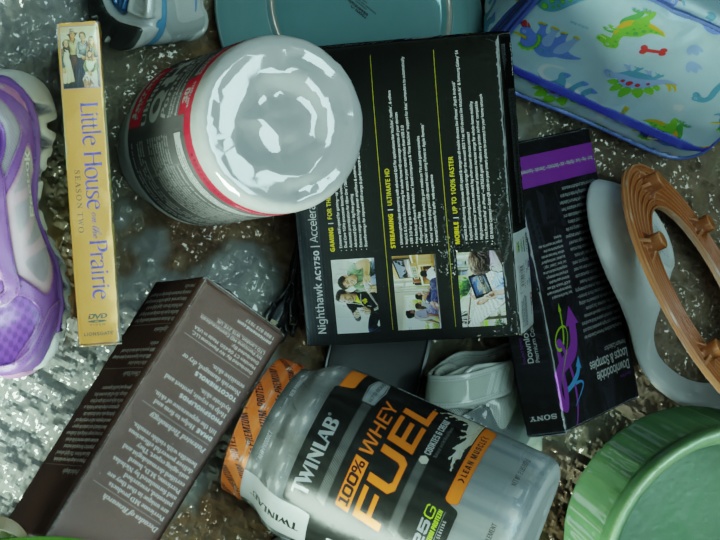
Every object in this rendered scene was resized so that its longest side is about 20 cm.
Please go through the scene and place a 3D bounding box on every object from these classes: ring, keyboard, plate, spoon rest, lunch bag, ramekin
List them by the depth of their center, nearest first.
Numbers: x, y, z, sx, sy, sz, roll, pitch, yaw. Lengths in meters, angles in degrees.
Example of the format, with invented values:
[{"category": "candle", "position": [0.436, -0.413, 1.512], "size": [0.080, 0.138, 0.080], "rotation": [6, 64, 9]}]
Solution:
[{"category": "plate", "position": [-0.003, -0.180, 1.746], "size": [0.200, 0.026, 0.200], "rotation": [3, 81, -21]}, {"category": "keyboard", "position": [0.000, 0.000, 1.754], "size": [0.127, 0.021, 0.200], "rotation": [17, 80, -23]}, {"category": "lunch bag", "position": [0.192, -0.162, 1.767], "size": [0.200, 0.161, 0.082], "rotation": [23, 54, -20]}, {"category": "ring", "position": [0.242, 0.011, 1.782], "size": [0.019, 0.200, 0.200], "rotation": [-29, 102, 20]}, {"category": "ramekin", "position": [0.241, 0.192, 1.785], "size": [0.200, 0.098, 0.200], "rotation": [-5, 105, -19]}, {"category": "spoon rest", "position": [0.209, 0.023, 1.811], "size": [0.061, 0.099, 0.200], "rotation": [-25, 111, 23]}]

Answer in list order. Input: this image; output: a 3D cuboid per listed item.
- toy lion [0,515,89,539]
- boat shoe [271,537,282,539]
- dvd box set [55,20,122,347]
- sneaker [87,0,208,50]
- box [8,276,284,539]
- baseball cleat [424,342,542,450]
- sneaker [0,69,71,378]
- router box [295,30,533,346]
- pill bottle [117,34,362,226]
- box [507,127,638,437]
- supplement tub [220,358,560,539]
[{"category": "toy lion", "position": [-0.167, 0.252, 1.590], "size": [0.192, 0.069, 0.200], "rotation": [5, 124, -10]}, {"category": "boat shoe", "position": [-0.057, 0.241, 1.696], "size": [0.200, 0.072, 0.069], "rotation": [-42, 125, -26]}, {"category": "dvd box set", "position": [-0.172, -0.052, 1.612], "size": [0.029, 0.146, 0.200], "rotation": [-4, 90, -6]}, {"category": "sneaker", "position": [-0.139, -0.243, 1.686], "size": [0.087, 0.075, 0.200], "rotation": [-1, 86, -47]}, {"category": "box", "position": [-0.141, 0.105, 1.644], "size": [0.075, 0.100, 0.200], "rotation": [38, 75, -17]}, {"category": "baseball cleat", "position": [0.057, 0.129, 1.741], "size": [0.200, 0.070, 0.106], "rotation": [-52, 124, -27]}, {"category": "sneaker", "position": [-0.237, -0.031, 1.603], "size": [0.080, 0.088, 0.200], "rotation": [-6, 86, 16]}, {"category": "router box", "position": [0.032, -0.054, 1.680], "size": [0.149, 0.051, 0.200], "rotation": [-3, 96, 14]}, {"category": "pill bottle", "position": [-0.086, -0.085, 1.621], "size": [0.111, 0.200, 0.111], "rotation": [1, 87, -24]}, {"category": "box", "position": [0.137, 0.006, 1.762], "size": [0.143, 0.036, 0.200], "rotation": [-15, 93, -62]}, {"category": "supplement tub", "position": [0.018, 0.140, 1.647], "size": [0.200, 0.123, 0.123], "rotation": [23, 77, 11]}]
